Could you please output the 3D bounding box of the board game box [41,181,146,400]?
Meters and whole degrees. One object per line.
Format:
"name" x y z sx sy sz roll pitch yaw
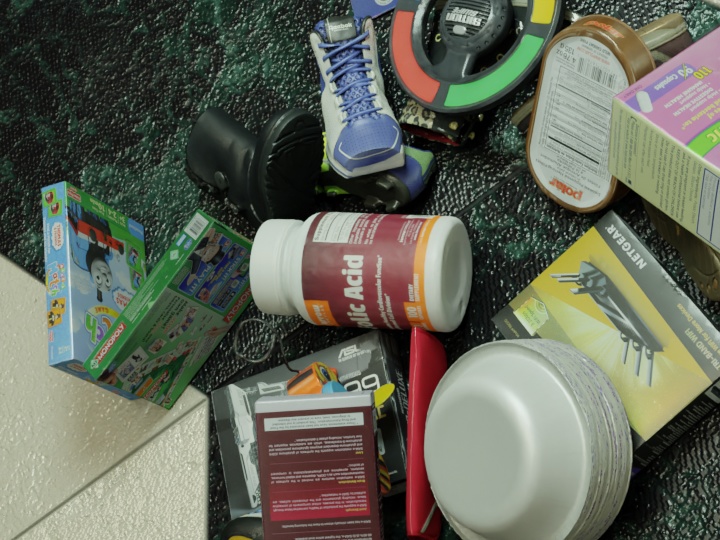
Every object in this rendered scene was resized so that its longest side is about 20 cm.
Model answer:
"board game box" -0.279 0.023 1.883 0.037 0.151 0.200 -15 66 23

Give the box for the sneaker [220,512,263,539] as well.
"sneaker" -0.062 0.300 1.677 0.200 0.090 0.070 28 121 20

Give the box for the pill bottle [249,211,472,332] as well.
"pill bottle" 0.000 0.000 1.744 0.200 0.114 0.114 2 74 21

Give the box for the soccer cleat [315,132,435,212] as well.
"soccer cleat" -0.009 -0.117 1.849 0.200 0.065 0.084 21 54 37

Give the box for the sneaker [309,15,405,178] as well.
"sneaker" -0.013 -0.192 1.794 0.081 0.115 0.199 -15 42 3

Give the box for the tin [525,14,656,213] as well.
"tin" 0.213 -0.144 1.662 0.112 0.042 0.200 35 136 31

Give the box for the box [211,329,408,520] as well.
"box" -0.043 0.166 1.763 0.200 0.050 0.158 -21 65 21

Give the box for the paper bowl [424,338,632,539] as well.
"paper bowl" 0.137 0.163 1.597 0.201 0.104 0.201 1 91 45

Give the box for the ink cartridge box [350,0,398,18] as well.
"ink cartridge box" 0.049 -0.394 1.914 0.196 0.043 0.200 -25 61 19

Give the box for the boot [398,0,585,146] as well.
"boot" 0.137 -0.195 1.775 0.204 0.073 0.154 15 79 40

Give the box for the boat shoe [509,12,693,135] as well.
"boat shoe" 0.237 -0.177 1.719 0.200 0.072 0.065 -30 93 26

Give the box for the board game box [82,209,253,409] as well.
"board game box" -0.183 0.044 1.833 0.029 0.135 0.200 39 93 32

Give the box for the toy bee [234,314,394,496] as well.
"toy bee" -0.027 0.128 1.691 0.131 0.109 0.200 -14 92 16

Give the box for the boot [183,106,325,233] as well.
"boot" -0.117 -0.122 1.834 0.076 0.200 0.168 -31 55 -27

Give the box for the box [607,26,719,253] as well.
"box" 0.352 -0.112 1.571 0.176 0.097 0.200 -33 55 -23

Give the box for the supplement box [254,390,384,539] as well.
"supplement box" -0.034 0.212 1.606 0.109 0.061 0.200 -3 89 3

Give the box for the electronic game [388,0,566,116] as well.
"electronic game" 0.113 -0.247 1.740 0.200 0.042 0.200 -13 66 32

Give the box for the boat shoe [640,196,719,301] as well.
"boat shoe" 0.315 -0.057 1.642 0.068 0.072 0.200 -16 51 -13

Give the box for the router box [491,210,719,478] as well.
"router box" 0.241 0.068 1.640 0.157 0.052 0.200 -44 58 10

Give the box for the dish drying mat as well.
"dish drying mat" 0.063 0.160 1.691 0.018 0.077 0.200 -4 71 22
